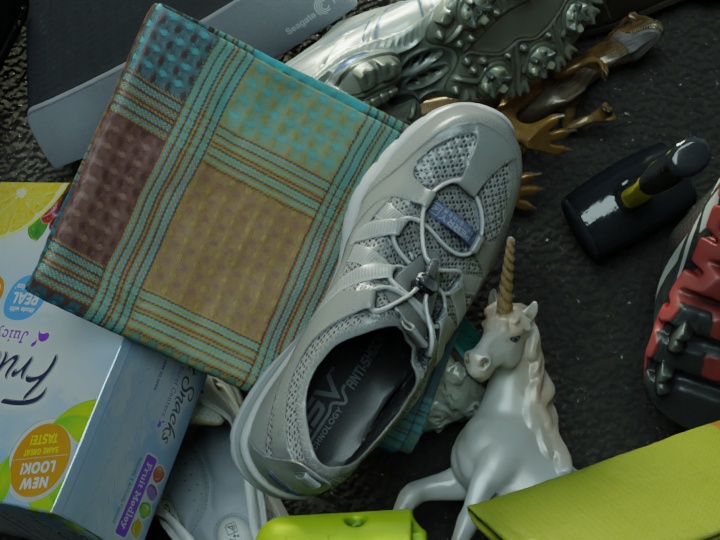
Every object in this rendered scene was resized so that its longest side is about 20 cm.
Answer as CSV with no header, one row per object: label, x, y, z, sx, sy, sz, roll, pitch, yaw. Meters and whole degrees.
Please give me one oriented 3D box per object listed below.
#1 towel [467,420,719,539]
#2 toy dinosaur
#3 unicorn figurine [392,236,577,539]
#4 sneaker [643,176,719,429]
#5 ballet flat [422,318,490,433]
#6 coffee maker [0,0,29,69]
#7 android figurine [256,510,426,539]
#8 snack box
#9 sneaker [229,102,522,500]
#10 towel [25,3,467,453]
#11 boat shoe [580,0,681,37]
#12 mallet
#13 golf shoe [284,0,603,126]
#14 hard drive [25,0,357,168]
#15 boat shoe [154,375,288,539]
towel,0.153,0.095,0.764,0.200,0.018,0.086,-16,22,-19
toy dinosaur,0.069,-0.087,0.943,0.200,0.060,0.106,-11,44,-3
unicorn figurine,0.077,0.106,0.824,0.200,0.074,0.137,47,68,-14
sneaker,0.193,-0.024,0.834,0.071,0.098,0.201,22,112,-3
ballet flat,0.000,0.000,0.904,0.072,0.072,0.200,-27,63,-4
coffee maker,-0.315,-0.128,0.951,0.200,0.135,0.192,14,46,28
android figurine,-0.009,0.192,0.766,0.199,0.041,0.182,-5,109,6
snack box,-0.167,0.042,0.866,0.200,0.068,0.169,3,64,40
sneaker,0.021,0.017,0.771,0.075,0.082,0.200,31,81,-19
towel,-0.034,-0.016,0.803,0.200,0.022,0.147,25,82,-21
boat shoe,0.143,-0.181,0.962,0.200,0.072,0.068,-8,53,-2
mallet,0.129,-0.036,0.830,0.066,0.200,0.041,-31,86,6
golf shoe,0.028,-0.119,0.892,0.200,0.078,0.097,-30,38,-19
hard drive,-0.100,-0.150,0.950,0.200,0.042,0.135,-25,51,22
boat shoe,-0.088,0.081,0.875,0.071,0.069,0.200,-32,65,-5
